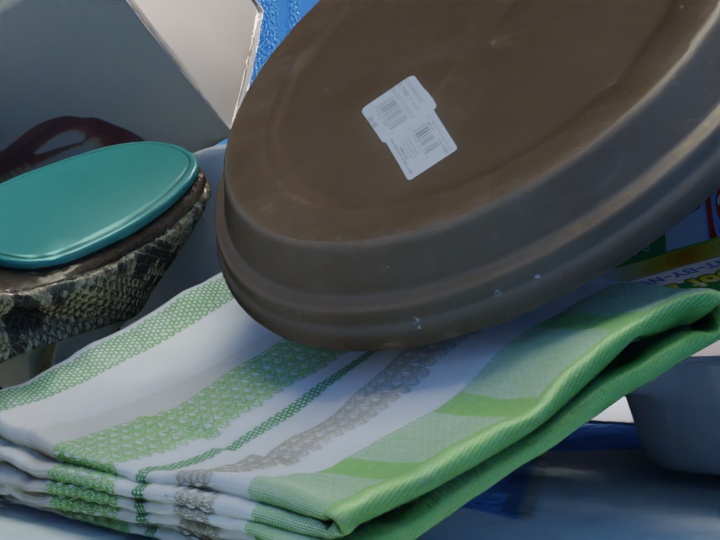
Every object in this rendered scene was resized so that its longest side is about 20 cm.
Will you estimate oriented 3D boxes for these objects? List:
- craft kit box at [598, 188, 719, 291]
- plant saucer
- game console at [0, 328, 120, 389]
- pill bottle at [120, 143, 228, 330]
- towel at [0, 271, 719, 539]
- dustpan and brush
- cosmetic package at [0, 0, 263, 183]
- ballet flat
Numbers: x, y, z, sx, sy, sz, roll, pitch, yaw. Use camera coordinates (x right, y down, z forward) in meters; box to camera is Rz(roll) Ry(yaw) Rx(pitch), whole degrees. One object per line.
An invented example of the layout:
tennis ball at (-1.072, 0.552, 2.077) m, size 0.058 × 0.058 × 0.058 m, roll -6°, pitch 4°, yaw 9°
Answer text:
craft kit box at (0.095, -0.085, 0.929) m, size 0.197 × 0.200 × 0.048 m, roll -15°, pitch -23°, yaw 36°
plant saucer at (0.040, -0.057, 0.854) m, size 0.200 × 0.029 × 0.200 m, roll -24°, pitch 34°, yaw 17°
game console at (-0.134, 0.041, 1.162) m, size 0.200 × 0.117 × 0.176 m, roll 3°, pitch -26°, yaw 27°
pill bottle at (0.000, 0.000, 1.051) m, size 0.114 × 0.114 × 0.200 m, roll 2°, pitch 4°, yaw 24°
towel at (-0.011, 0.029, 0.831) m, size 0.149 × 0.031 × 0.200 m, roll -32°, pitch 20°, yaw -30°
dustpan and brush at (0.111, 0.034, 0.921) m, size 0.200 × 0.057 × 0.139 m, roll -14°, pitch 8°, yaw -34°
cosmetic package at (-0.143, -0.058, 1.074) m, size 0.200 × 0.087 × 0.103 m, roll -29°, pitch 25°, yaw 23°
ballet flat at (-0.122, 0.017, 0.901) m, size 0.068 × 0.075 × 0.200 m, roll 17°, pitch 25°, yaw 33°
